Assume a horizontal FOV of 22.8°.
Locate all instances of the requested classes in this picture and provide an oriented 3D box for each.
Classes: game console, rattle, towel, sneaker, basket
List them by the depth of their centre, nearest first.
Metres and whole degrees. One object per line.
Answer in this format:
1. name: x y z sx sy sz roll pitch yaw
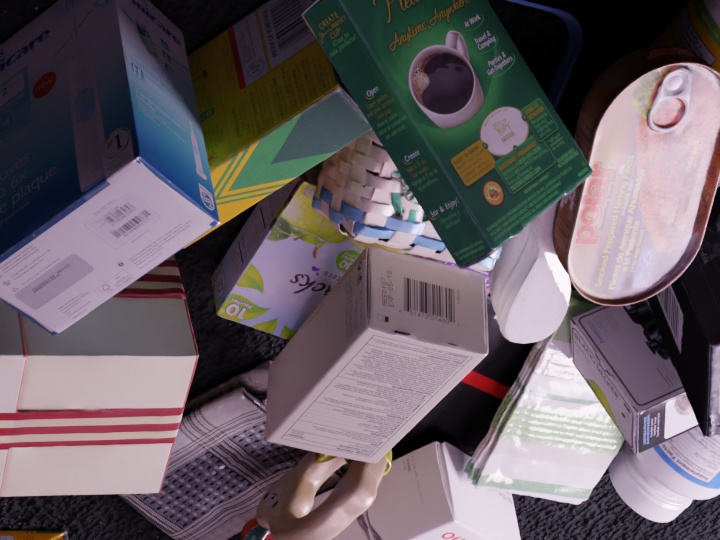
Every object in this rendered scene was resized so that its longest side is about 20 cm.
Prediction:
1. basket: 0.063 -0.110 1.293 0.175 0.139 0.202 13 95 -26
2. sneaker: 0.140 -0.046 1.344 0.075 0.089 0.201 7 126 -27
3. rattle: -0.081 0.179 1.537 0.199 0.131 0.142 -28 133 37
4. game console: 0.087 0.087 1.576 0.199 0.031 0.177 25 118 -36
5. towel: 0.189 0.114 1.594 0.148 0.031 0.201 13 113 -35
6. towel: -0.115 0.176 1.600 0.199 0.035 0.193 -28 135 12

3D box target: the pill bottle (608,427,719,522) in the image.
1. pill bottle: 0.315 0.137 1.628 0.111 0.113 0.200 14 131 -28

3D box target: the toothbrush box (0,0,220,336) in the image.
1. toothbrush box: -0.185 -0.083 1.190 0.146 0.201 0.085 -32 134 19

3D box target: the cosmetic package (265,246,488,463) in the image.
1. cosmetic package: 0.009 0.069 1.370 0.103 0.074 0.200 14 147 -21

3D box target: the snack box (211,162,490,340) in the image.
1. snack box: 0.000 0.000 1.422 0.199 0.053 0.143 20 122 -27

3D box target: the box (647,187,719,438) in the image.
1. box: 0.338 0.003 1.430 0.194 0.201 0.125 -12 138 -4

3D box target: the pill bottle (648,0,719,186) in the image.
1. pill bottle: 0.243 -0.114 1.347 0.110 0.112 0.200 19 127 -32

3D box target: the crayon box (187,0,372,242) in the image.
1. crayon box: -0.093 -0.104 1.250 0.199 0.128 0.051 -30 135 17

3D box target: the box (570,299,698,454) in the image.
1. box: 0.289 0.060 1.511 0.198 0.117 0.060 -23 140 -13

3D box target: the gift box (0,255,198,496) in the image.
1. gift box: -0.239 0.076 1.352 0.185 0.185 0.201 2 128 -21

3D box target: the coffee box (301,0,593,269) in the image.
1. coffee box: 0.060 -0.117 1.194 0.123 0.201 0.044 -37 -175 -38

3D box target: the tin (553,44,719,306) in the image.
1. tin: 0.198 -0.066 1.270 0.111 0.042 0.202 -7 127 -23

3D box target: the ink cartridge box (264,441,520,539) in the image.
1. ink cartridge box: 0.030 0.248 1.650 0.199 0.083 0.146 -26 146 22

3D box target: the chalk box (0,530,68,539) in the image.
1. chalk box: -0.339 0.348 1.647 0.123 0.126 0.201 3 133 -19
